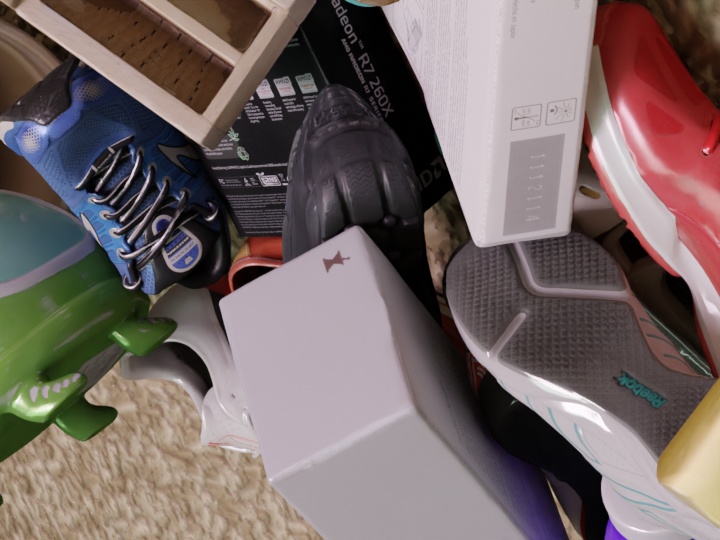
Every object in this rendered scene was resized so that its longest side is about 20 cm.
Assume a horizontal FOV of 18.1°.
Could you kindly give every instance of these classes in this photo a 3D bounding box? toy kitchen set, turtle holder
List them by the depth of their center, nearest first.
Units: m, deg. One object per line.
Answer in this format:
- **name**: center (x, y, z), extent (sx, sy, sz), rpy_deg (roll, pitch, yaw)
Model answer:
- **toy kitchen set**: center (-0.098, -0.173, 0.881), extent (0.180, 0.164, 0.200), rpy_deg (35, -178, 5)
- **turtle holder**: center (-0.198, 0.040, 1.127), extent (0.132, 0.185, 0.141), rpy_deg (47, 157, 8)

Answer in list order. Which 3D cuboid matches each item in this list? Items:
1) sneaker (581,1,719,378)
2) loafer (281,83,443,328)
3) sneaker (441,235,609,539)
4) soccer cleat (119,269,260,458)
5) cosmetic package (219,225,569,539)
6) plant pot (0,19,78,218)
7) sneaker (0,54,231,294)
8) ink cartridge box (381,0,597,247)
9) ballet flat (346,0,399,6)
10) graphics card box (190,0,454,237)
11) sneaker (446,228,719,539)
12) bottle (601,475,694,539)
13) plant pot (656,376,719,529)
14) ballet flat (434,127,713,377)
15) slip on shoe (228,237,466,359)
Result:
- **sneaker**: center (0.171, -0.030, 0.879), extent (0.115, 0.078, 0.201), rpy_deg (-23, 103, 36)
- **loafer**: center (0.000, 0.000, 1.010), extent (0.201, 0.068, 0.071), rpy_deg (88, 170, -52)
- **sneaker**: center (0.101, 0.057, 1.034), extent (0.201, 0.067, 0.108), rpy_deg (46, -159, -49)
- **soccer cleat**: center (-0.039, 0.075, 1.187), extent (0.199, 0.085, 0.069), rpy_deg (34, 144, 22)
- **cosmetic package**: center (0.023, 0.083, 0.971), extent (0.200, 0.071, 0.102), rpy_deg (52, -165, -47)
- **plant pot**: center (-0.264, -0.060, 1.248), extent (0.173, 0.199, 0.201), rpy_deg (28, 144, 55)
- **sneaker**: center (-0.105, -0.044, 1.094), extent (0.089, 0.078, 0.200), rpy_deg (53, -176, 23)
- **ink cartridge box**: center (0.046, -0.141, 0.886), extent (0.201, 0.044, 0.177), rpy_deg (92, 165, -46)
- **ballet flat**: center (-0.023, -0.202, 0.890), extent (0.072, 0.067, 0.201), rpy_deg (-43, 66, 46)
- **graphics card box**: center (-0.047, -0.110, 1.046), extent (0.125, 0.051, 0.201), rpy_deg (-2, 121, 49)
- **sneaker**: center (0.103, 0.056, 0.890), extent (0.200, 0.070, 0.081), rpy_deg (43, 161, 37)
- **bottle**: center (0.151, 0.139, 0.997), extent (0.083, 0.065, 0.200), rpy_deg (31, 162, 36)
- **plant pot**: center (0.243, 0.013, 0.698), extent (0.194, 0.195, 0.201), rpy_deg (34, 118, 15)
- **ballet flat**: center (0.116, -0.008, 0.963), extent (0.064, 0.067, 0.200), rpy_deg (-39, 92, 29)
- **slip on shoe**: center (0.016, 0.041, 1.113), extent (0.200, 0.061, 0.074), rpy_deg (37, 144, 18)
